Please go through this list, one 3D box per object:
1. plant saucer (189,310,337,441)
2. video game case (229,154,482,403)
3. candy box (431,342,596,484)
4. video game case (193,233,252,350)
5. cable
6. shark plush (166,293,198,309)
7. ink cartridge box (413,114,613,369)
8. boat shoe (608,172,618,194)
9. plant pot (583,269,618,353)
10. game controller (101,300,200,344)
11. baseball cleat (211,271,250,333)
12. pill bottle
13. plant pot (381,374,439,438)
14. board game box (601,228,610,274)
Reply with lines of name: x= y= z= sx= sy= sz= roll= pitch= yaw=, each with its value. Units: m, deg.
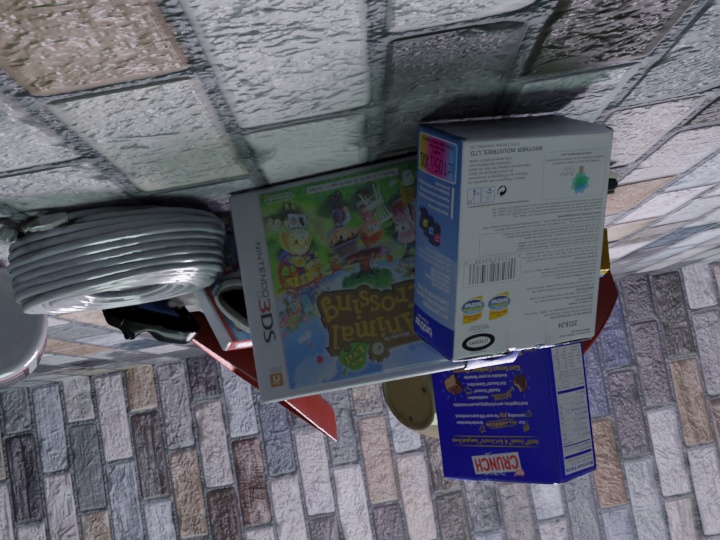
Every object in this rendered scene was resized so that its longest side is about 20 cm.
plant saucer: x=-0.126 y=0.127 z=1.240 sx=0.198 sy=0.037 sz=0.200 roll=29 pitch=168 yaw=29
video game case: x=-0.006 y=0.006 z=0.850 sx=0.196 sy=0.186 sz=0.022 roll=-11 pitch=174 yaw=9
candy box: x=0.157 y=0.119 z=1.054 sx=0.076 sy=0.204 sz=0.168 roll=-3 pitch=176 yaw=-42
video game case: x=-0.086 y=0.015 z=1.045 sx=0.198 sy=0.144 sz=0.018 roll=-5 pitch=140 yaw=-39
cable: x=-0.218 y=-0.008 z=0.901 sx=0.196 sy=0.071 sz=0.200 roll=-9 pitch=173 yaw=-13
shark plush: x=-0.215 y=0.014 z=1.132 sx=0.197 sy=0.093 sz=0.083 roll=-12 pitch=-155 yaw=-28
ink cartridge box: x=0.114 y=-0.013 z=0.769 sx=0.134 sy=0.204 sz=0.076 roll=-7 pitch=-162 yaw=-22
boat shoe: x=0.193 y=-0.061 z=1.097 sx=0.196 sy=0.067 sz=0.074 roll=-12 pitch=174 yaw=15
plant pot: x=0.224 y=0.015 z=1.308 sx=0.175 sy=0.203 sz=0.199 roll=-23 pitch=-177 yaw=-40
game controller: x=-0.246 y=0.044 z=1.131 sx=0.102 sy=0.043 sz=0.200 roll=5 pitch=-171 yaw=-20
baseball cleat: x=-0.048 y=0.058 z=0.928 sx=0.197 sy=0.071 sz=0.106 roll=17 pitch=-177 yaw=-3
pill bottle: x=-0.396 y=0.068 z=1.059 sx=0.114 sy=0.118 sz=0.200 roll=-8 pitch=173 yaw=-20
plant pot: x=0.103 y=0.135 z=1.259 sx=0.133 sy=0.203 sz=0.199 roll=-24 pitch=-177 yaw=-39
board game box: x=0.184 y=-0.009 z=1.043 sx=0.150 sy=0.041 sz=0.200 roll=-7 pitch=176 yaw=12
